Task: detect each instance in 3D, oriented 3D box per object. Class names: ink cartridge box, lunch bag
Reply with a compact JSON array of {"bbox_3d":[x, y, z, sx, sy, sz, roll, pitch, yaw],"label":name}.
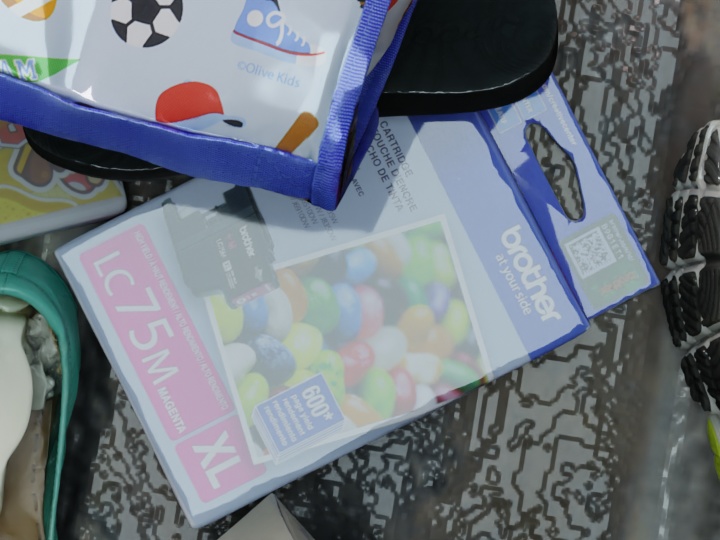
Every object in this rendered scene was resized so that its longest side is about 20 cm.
[{"bbox_3d":[0.000,0.000,1.054,0.200,0.042,0.119,-27,89,-1],"label":"ink cartridge box"},{"bbox_3d":[-0.057,-0.123,0.926,0.170,0.124,0.200,15,61,4],"label":"lunch bag"}]

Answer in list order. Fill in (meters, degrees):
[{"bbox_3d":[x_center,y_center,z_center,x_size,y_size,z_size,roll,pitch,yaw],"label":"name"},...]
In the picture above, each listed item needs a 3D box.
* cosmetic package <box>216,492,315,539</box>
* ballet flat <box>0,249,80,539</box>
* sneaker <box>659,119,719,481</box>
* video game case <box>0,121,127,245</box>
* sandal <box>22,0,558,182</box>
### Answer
[{"bbox_3d":[-0.070,0.190,1.016,0.200,0.087,0.103,-42,107,1],"label":"cosmetic package"},{"bbox_3d":[-0.142,0.092,1.040,0.067,0.070,0.200,5,90,1],"label":"ballet flat"},{"bbox_3d":[0.167,0.037,1.039,0.085,0.077,0.200,-16,97,-9],"label":"sneaker"},{"bbox_3d":[-0.194,-0.087,1.013,0.200,0.023,0.182,-15,89,-35],"label":"video game case"},{"bbox_3d":[-0.029,-0.085,1.021,0.200,0.048,0.075,-11,61,3],"label":"sandal"}]
